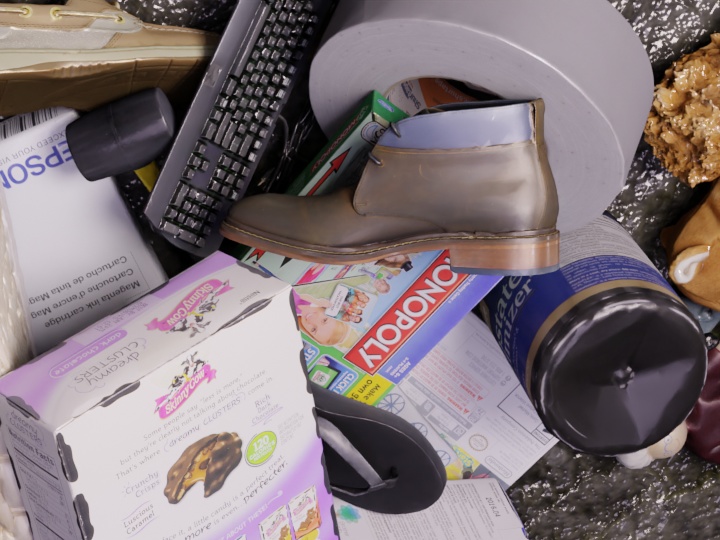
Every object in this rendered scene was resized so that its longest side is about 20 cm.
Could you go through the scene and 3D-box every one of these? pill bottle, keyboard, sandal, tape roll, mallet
[{"bbox_3d":[0.137,0.022,1.123,0.111,0.200,0.112,-5,117,-11],"label":"pill bottle"},{"bbox_3d":[-0.057,-0.100,1.077,0.127,0.021,0.201,25,90,-59],"label":"keyboard"},{"bbox_3d":[-0.036,0.106,1.114,0.200,0.043,0.076,31,126,-17],"label":"sandal"},{"bbox_3d":[0.071,-0.105,1.051,0.200,0.200,0.066,40,57,-27],"label":"tape roll"},{"bbox_3d":[-0.106,-0.040,1.102,0.066,0.041,0.200,-27,138,12],"label":"mallet"}]

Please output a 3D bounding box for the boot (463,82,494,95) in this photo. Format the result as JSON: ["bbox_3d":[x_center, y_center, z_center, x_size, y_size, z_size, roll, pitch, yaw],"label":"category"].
[{"bbox_3d":[0.075,-0.192,1.052,0.095,0.074,0.200,-4,137,38],"label":"boot"}]

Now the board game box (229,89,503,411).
[{"bbox_3d":[0.000,0.000,1.083,0.134,0.029,0.200,33,119,-17],"label":"board game box"}]

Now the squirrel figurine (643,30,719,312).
[{"bbox_3d":[0.265,-0.070,1.166,0.186,0.142,0.200,-38,105,19],"label":"squirrel figurine"}]

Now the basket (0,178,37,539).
[{"bbox_3d":[-0.292,0.059,1.021,0.197,0.161,0.201,-9,120,-6],"label":"basket"}]

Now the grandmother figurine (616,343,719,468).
[{"bbox_3d":[0.275,0.097,1.277,0.199,0.061,0.122,-15,110,-8],"label":"grandmother figurine"}]

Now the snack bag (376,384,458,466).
[{"bbox_3d":[-0.060,0.111,1.174,0.188,0.021,0.200,-34,117,6],"label":"snack bag"}]

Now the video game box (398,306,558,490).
[{"bbox_3d":[0.028,0.099,1.225,0.182,0.047,0.200,-46,117,9],"label":"video game box"}]

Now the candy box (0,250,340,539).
[{"bbox_3d":[-0.106,0.117,1.014,0.167,0.071,0.201,-31,128,-32],"label":"candy box"}]

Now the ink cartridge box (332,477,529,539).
[{"bbox_3d":[0.049,0.212,1.170,0.199,0.137,0.077,-1,131,-26],"label":"ink cartridge box"}]

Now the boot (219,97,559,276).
[{"bbox_3d":[0.017,-0.054,1.002,0.199,0.075,0.097,4,102,12],"label":"boot"}]

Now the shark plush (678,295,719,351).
[{"bbox_3d":[0.216,0.060,1.213,0.199,0.083,0.091,-20,97,-27],"label":"shark plush"}]

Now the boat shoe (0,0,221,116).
[{"bbox_3d":[-0.167,-0.135,1.042,0.199,0.067,0.074,-5,160,-33],"label":"boat shoe"}]

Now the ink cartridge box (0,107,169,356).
[{"bbox_3d":[-0.229,0.014,1.124,0.196,0.043,0.201,-25,118,0],"label":"ink cartridge box"}]
